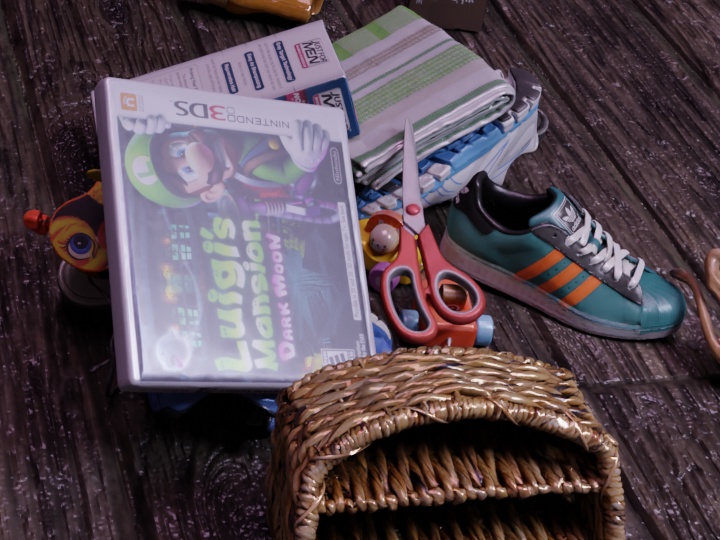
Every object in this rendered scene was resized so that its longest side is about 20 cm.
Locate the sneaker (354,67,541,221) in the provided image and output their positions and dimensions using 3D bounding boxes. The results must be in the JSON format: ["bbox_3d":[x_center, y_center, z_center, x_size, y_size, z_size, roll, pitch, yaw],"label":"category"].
[{"bbox_3d":[0.072,-0.079,1.247,0.200,0.087,0.075,-32,46,-13],"label":"sneaker"}]

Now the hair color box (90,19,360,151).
[{"bbox_3d":[-0.109,-0.126,1.213,0.199,0.061,0.100,-18,39,-2],"label":"hair color box"}]

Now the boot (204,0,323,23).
[{"bbox_3d":[-0.100,-0.312,1.525,0.144,0.071,0.201,14,39,-6],"label":"boot"}]

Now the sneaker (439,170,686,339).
[{"bbox_3d":[0.160,-0.013,1.167,0.199,0.080,0.071,21,38,9],"label":"sneaker"}]

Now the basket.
[{"bbox_3d":[0.054,0.139,0.886,0.199,0.143,0.149,0,37,-14],"label":"basket"}]

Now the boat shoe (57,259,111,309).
[{"bbox_3d":[-0.143,-0.021,1.131,0.200,0.057,0.067,-36,82,-33],"label":"boat shoe"}]

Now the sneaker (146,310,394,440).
[{"bbox_3d":[-0.063,0.069,1.019,0.200,0.078,0.089,-2,79,-35],"label":"sneaker"}]

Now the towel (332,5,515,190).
[{"bbox_3d":[0.023,-0.148,1.263,0.149,0.031,0.200,-29,37,-10],"label":"towel"}]

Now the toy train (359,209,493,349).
[{"bbox_3d":[0.000,0.000,1.133,0.199,0.056,0.150,7,36,-6],"label":"toy train"}]

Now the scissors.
[{"bbox_3d":[0.034,-0.033,1.121,0.073,0.014,0.200,-13,58,-9],"label":"scissors"}]

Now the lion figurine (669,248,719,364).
[{"bbox_3d":[0.326,0.059,1.126,0.199,0.073,0.123,6,64,9],"label":"lion figurine"}]

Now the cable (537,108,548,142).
[{"bbox_3d":[0.082,-0.121,1.316,0.199,0.050,0.097,-6,41,-18],"label":"cable"}]

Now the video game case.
[{"bbox_3d":[-0.078,-0.020,0.976,0.181,0.023,0.201,4,71,-33],"label":"video game case"}]

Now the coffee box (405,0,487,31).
[{"bbox_3d":[0.093,-0.345,1.568,0.079,0.115,0.200,8,38,-4],"label":"coffee box"}]

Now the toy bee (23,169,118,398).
[{"bbox_3d":[-0.167,-0.036,1.023,0.108,0.131,0.200,25,62,8],"label":"toy bee"}]
